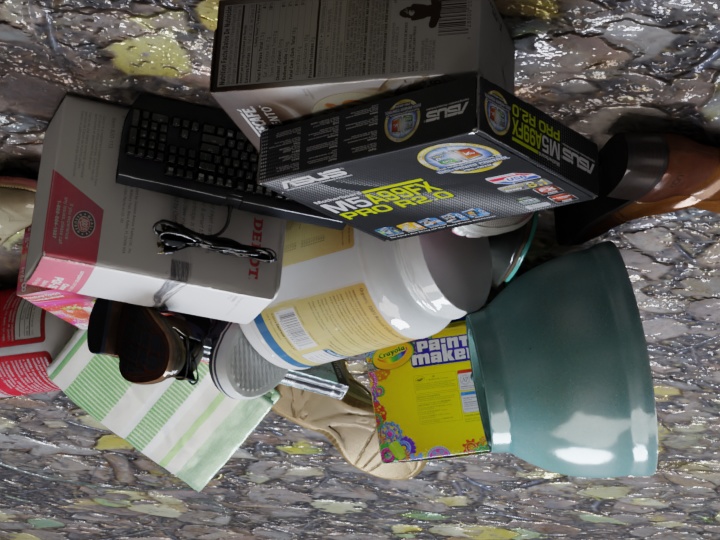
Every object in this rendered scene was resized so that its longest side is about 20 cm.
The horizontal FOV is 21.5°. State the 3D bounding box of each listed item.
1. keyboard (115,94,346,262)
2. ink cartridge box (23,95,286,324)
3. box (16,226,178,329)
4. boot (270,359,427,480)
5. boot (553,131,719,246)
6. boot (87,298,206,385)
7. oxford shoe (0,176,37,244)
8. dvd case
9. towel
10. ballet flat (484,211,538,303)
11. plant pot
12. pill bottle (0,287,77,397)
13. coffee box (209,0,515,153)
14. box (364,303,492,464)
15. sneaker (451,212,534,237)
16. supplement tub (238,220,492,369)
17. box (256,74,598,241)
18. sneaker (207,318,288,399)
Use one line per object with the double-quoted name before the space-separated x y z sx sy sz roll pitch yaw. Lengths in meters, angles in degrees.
"keyboard" -0.103 -0.066 1.553 0.199 0.128 0.021 11 168 -18
"ink cartridge box" -0.168 -0.047 1.587 0.199 0.147 0.083 12 158 -18
"box" -0.208 -0.016 1.745 0.199 0.096 0.100 -9 154 31
"boot" -0.019 0.123 1.961 0.200 0.156 0.073 31 111 -19
"boot" 0.278 -0.066 1.610 0.199 0.069 0.188 3 153 -19
"boot" -0.166 0.062 1.662 0.097 0.075 0.200 10 -175 -26
"oxford shoe" -0.343 -0.033 1.733 0.070 0.075 0.200 22 152 -37
"dvd case" -0.116 0.053 1.860 0.199 0.146 0.022 19 117 -25
"towel" -0.198 0.114 1.875 0.200 0.023 0.153 36 119 -10
"ballet flat" 0.116 -0.015 1.734 0.068 0.068 0.200 13 158 2
"plant pot" 0.162 0.084 1.597 0.134 0.201 0.200 -9 158 0
"pill bottle" -0.320 0.069 1.961 0.199 0.113 0.112 -8 156 29
"coffee box" 0.004 -0.148 1.387 0.199 0.080 0.114 -3 159 17
"box" 0.123 0.097 1.809 0.199 0.122 0.193 -8 -176 11
"sneaker" 0.092 -0.086 1.530 0.088 0.082 0.200 -10 155 36
"supplement tub" 0.000 0.000 1.669 0.200 0.145 0.145 -15 152 31
"box" 0.050 -0.078 1.392 0.200 0.044 0.160 -11 159 36
"sneaker" -0.103 0.060 1.748 0.079 0.200 0.079 -9 111 27
